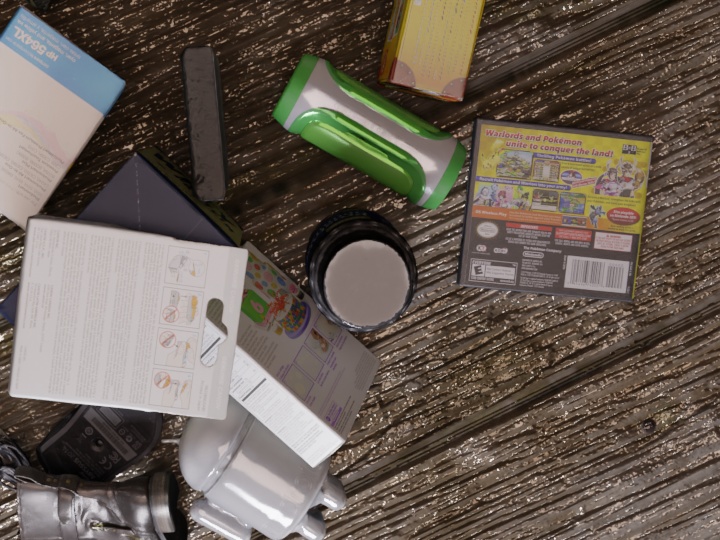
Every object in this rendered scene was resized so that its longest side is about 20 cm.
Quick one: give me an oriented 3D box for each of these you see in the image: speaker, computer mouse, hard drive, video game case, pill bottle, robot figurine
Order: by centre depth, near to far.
[{"bbox_3d":[-0.153,-0.146,1.259,0.032,0.200,0.142,-5,98,-4],"label":"hard drive"},{"bbox_3d":[0.000,0.000,1.289,0.110,0.200,0.114,-1,97,-4],"label":"pill bottle"},{"bbox_3d":[0.010,-0.145,1.330,0.198,0.088,0.089,29,94,-7],"label":"speaker"},{"bbox_3d":[-0.110,0.206,1.349,0.199,0.113,0.171,33,88,-8],"label":"robot figurine"},{"bbox_3d":[-0.293,0.184,1.368,0.199,0.053,0.139,-36,100,13],"label":"computer mouse"},{"bbox_3d":[0.212,-0.066,1.387,0.197,0.026,0.184,5,97,-4],"label":"video game case"}]

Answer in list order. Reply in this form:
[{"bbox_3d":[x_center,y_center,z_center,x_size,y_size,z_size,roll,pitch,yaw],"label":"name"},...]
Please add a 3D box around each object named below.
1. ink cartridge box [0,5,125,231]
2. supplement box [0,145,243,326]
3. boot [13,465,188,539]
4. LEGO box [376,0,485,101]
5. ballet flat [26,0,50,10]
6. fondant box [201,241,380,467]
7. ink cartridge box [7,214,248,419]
[{"bbox_3d":[-0.341,-0.142,1.269,0.125,0.128,0.201,35,89,-15],"label":"ink cartridge box"},{"bbox_3d":[-0.230,-0.004,1.270,0.134,0.200,0.200,43,92,-8],"label":"supplement box"},{"bbox_3d":[-0.275,0.277,1.348,0.171,0.070,0.202,-2,126,1],"label":"boot"},{"bbox_3d":[0.080,-0.278,1.288,0.076,0.149,0.203,12,96,-6],"label":"LEGO box"},{"bbox_3d":[-0.267,-0.336,1.303,0.198,0.074,0.075,-32,98,2],"label":"ballet flat"},{"bbox_3d":[-0.084,0.084,1.319,0.200,0.145,0.058,43,123,-9],"label":"fondant box"},{"bbox_3d":[-0.212,0.044,1.158,0.197,0.057,0.165,7,96,-13],"label":"ink cartridge box"}]
